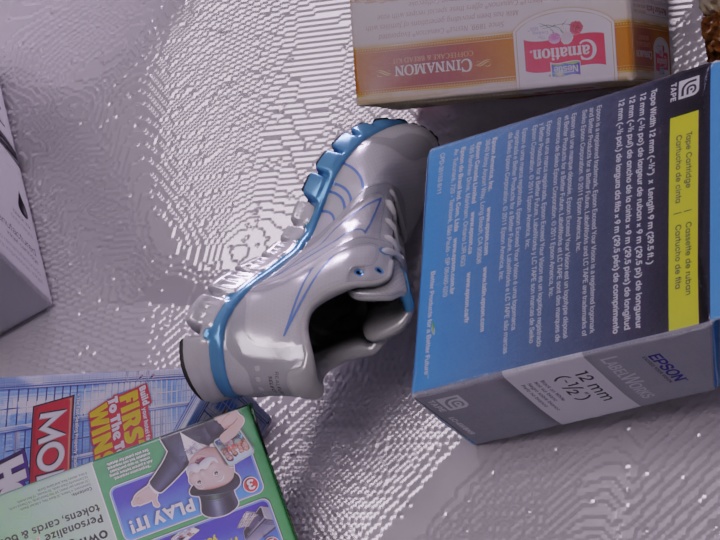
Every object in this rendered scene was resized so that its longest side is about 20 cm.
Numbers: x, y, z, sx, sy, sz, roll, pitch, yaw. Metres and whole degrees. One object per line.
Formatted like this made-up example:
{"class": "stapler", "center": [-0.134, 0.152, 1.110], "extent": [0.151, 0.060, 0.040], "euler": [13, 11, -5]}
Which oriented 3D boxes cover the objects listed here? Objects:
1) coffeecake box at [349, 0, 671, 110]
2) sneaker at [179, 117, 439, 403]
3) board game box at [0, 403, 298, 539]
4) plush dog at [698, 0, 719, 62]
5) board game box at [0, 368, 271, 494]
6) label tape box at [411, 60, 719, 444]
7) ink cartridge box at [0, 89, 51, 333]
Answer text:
{"class": "coffeecake box", "center": [0.072, -0.189, 1.110], "extent": [0.153, 0.073, 0.201], "euler": [-3, 92, 25]}
{"class": "sneaker", "center": [0.000, 0.000, 1.074], "extent": [0.086, 0.075, 0.200], "euler": [9, 46, 33]}
{"class": "board game box", "center": [-0.123, 0.161, 1.024], "extent": [0.199, 0.029, 0.135], "euler": [-19, 74, -4]}
{"class": "plush dog", "center": [0.229, -0.160, 1.037], "extent": [0.171, 0.160, 0.201], "euler": [-4, 55, 56]}
{"class": "board game box", "center": [-0.145, 0.131, 1.101], "extent": [0.199, 0.062, 0.201], "euler": [-17, 54, 20]}
{"class": "label tape box", "center": [0.125, -0.010, 1.020], "extent": [0.199, 0.066, 0.144], "euler": [-15, 54, 30]}
{"class": "ink cartridge box", "center": [-0.263, -0.070, 1.240], "extent": [0.084, 0.145, 0.201], "euler": [-27, 52, 9]}
